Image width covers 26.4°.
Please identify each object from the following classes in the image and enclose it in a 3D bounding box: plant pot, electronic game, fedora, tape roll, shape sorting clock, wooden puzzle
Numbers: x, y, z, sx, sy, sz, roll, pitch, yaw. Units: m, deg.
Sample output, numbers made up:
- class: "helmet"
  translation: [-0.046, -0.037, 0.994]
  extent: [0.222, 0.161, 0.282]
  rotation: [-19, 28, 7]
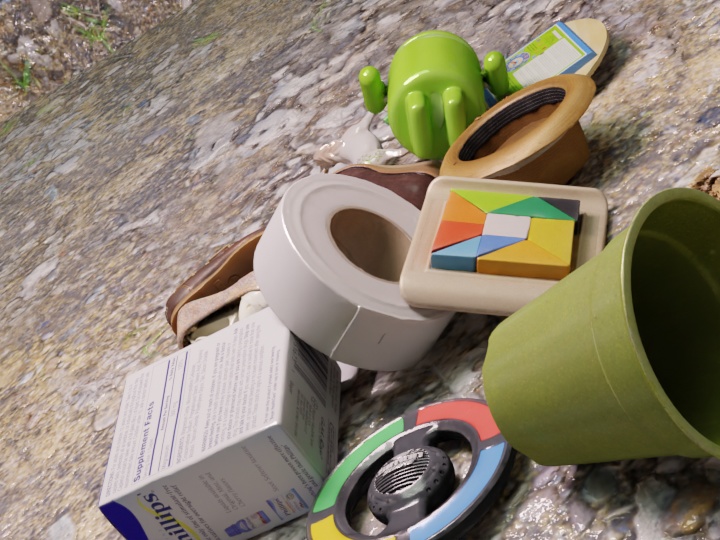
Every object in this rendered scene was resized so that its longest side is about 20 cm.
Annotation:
- class: "plant pot"
  translation: [0.195, 0.067, 1.145]
  extent: [0.189, 0.200, 0.201]
  rotation: [-28, 20, 46]
- class: "electronic game"
  translation: [0.041, 0.177, 1.275]
  extent: [0.198, 0.042, 0.201]
  rotation: [-28, 23, 13]
- class: "fedora"
  translation: [0.179, -0.128, 1.645]
  extent: [0.199, 0.082, 0.201]
  rotation: [-33, 20, 14]
- class: "tape roll"
  translation: [0.000, 0.000, 1.471]
  extent: [0.071, 0.201, 0.203]
  rotation: [-57, 8, 34]
- class: "shape sorting clock"
  translation: [0.215, -0.231, 1.852]
  extent: [0.198, 0.039, 0.201]
  rotation: [-30, 26, 16]
- class: "wooden puzzle"
  translation: [0.140, -0.030, 1.459]
  extent: [0.182, 0.038, 0.201]
  rotation: [5, 36, 9]

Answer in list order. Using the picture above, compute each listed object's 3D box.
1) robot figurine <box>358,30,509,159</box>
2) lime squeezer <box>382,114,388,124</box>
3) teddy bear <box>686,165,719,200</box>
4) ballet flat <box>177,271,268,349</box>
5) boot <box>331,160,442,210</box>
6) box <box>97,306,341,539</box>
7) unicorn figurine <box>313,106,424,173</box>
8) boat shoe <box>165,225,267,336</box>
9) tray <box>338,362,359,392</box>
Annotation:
- class: "robot figurine"
  translation: [0.089, -0.208, 1.805]
  extent: [0.173, 0.117, 0.201]
  rotation: [-8, 30, 7]
- class: "lime squeezer"
  translation: [0.088, -0.276, 2.110]
  extent: [0.070, 0.038, 0.201]
  rotation: [-15, 30, 37]
- class: "teddy bear"
  translation: [0.349, -0.064, 1.339]
  extent: [0.199, 0.067, 0.145]
  rotation: [-26, 14, 32]
- class: "ballet flat"
  translation: [-0.129, 0.050, 1.714]
  extent: [0.199, 0.068, 0.068]
  rotation: [-26, 35, 35]
- class: "boot"
  translation: [0.001, -0.060, 1.749]
  extent: [0.198, 0.073, 0.167]
  rotation: [-15, 25, 27]
- class: "box"
  translation: [-0.126, 0.154, 1.431]
  extent: [0.198, 0.105, 0.185]
  rotation: [-25, 31, 18]
- class: "unicorn figurine"
  translation: [0.012, -0.150, 1.914]
  extent: [0.136, 0.074, 0.200]
  rotation: [-29, 21, 0]
- class: "boat shoe"
  translation: [-0.151, 0.001, 1.832]
  extent: [0.199, 0.071, 0.070]
  rotation: [-33, 27, 1]
- class: "tray"
  translation: [-0.074, 0.117, 1.569]
  extent: [0.198, 0.022, 0.108]
  rotation: [-22, 26, 24]
